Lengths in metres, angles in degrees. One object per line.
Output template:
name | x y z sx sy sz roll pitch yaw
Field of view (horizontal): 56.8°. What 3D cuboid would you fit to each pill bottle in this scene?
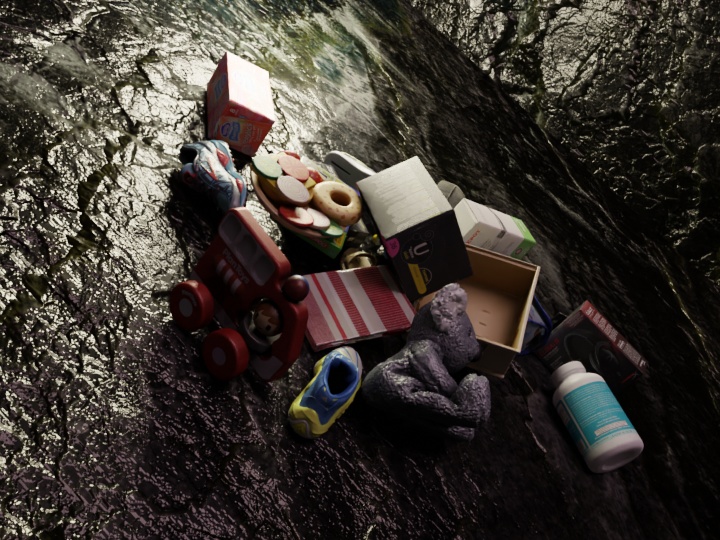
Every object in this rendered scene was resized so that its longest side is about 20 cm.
pill bottle | 0.446 0.277 1.287 0.110 0.111 0.201 13 41 -38

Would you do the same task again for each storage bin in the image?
storage bin | 0.198 0.061 1.198 0.198 0.094 0.200 18 51 9

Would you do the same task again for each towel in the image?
towel | -0.014 0.056 1.087 0.199 0.023 0.144 -8 51 -29

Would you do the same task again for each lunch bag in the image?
lunch bag | 0.303 0.080 1.380 0.200 0.124 0.170 21 34 -53

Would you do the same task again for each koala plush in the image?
koala plush | 0.111 0.128 1.001 0.183 0.178 0.201 16 67 5

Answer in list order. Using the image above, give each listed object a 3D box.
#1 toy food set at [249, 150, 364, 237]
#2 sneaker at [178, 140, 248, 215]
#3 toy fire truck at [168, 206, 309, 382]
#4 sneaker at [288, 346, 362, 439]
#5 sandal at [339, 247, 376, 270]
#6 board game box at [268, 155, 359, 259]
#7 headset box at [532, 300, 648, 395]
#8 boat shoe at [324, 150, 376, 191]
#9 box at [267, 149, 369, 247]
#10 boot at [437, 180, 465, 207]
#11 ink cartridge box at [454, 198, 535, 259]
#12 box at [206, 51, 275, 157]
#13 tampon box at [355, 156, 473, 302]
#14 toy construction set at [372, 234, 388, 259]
toy food set | -0.097 -0.131 1.133 0.200 0.049 0.198 44 34 4
sneaker | -0.252 -0.143 1.108 0.095 0.080 0.200 -2 42 -32
toy fire truck | -0.146 0.039 0.880 0.200 0.168 0.112 50 32 16
sneaker | -0.024 0.150 0.934 0.076 0.105 0.200 39 31 -3
sandal | 0.005 0.003 1.190 0.077 0.070 0.212 34 31 -11
board game box | -0.078 -0.119 1.207 0.134 0.029 0.200 32 35 -12
headset box | 0.479 0.176 1.418 0.200 0.149 0.077 48 31 10
boat shoe | 0.012 -0.199 1.457 0.200 0.072 0.062 41 33 6
box | -0.089 -0.139 1.291 0.161 0.049 0.200 5 45 -41
boot | 0.183 -0.186 1.631 0.182 0.072 0.200 51 36 -9
ink cartridge box | 0.267 -0.062 1.489 0.199 0.146 0.084 15 38 -37
box | -0.241 -0.333 1.324 0.102 0.095 0.200 20 36 -29
tampon box | 0.093 -0.076 1.168 0.200 0.126 0.150 -112 177 -52
toy construction set | 0.104 -0.103 1.392 0.092 0.132 0.200 6 18 27
